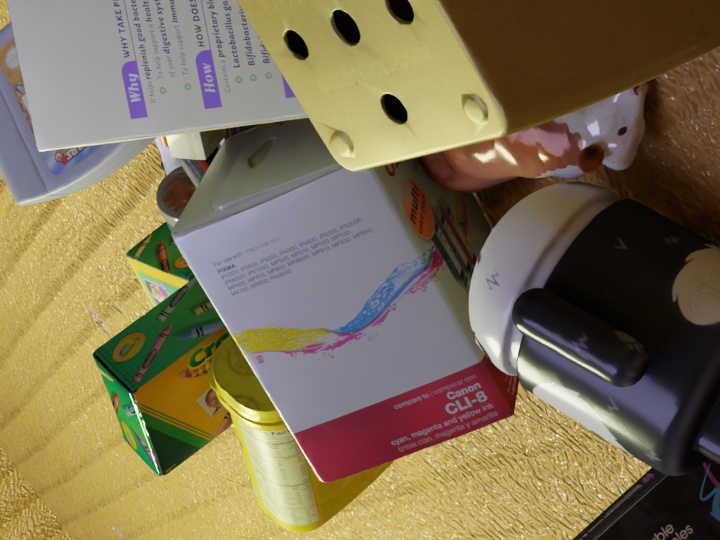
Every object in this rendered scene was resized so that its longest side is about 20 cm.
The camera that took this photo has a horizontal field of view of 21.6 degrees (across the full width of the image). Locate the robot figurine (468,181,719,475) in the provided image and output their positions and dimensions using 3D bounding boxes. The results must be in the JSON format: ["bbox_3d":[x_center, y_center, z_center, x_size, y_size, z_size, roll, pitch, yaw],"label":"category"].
[{"bbox_3d":[0.153,0.035,1.040,0.200,0.125,0.150,32,156,23],"label":"robot figurine"}]

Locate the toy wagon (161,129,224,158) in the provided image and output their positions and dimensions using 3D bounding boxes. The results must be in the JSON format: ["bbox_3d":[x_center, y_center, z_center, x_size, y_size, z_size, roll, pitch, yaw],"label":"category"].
[{"bbox_3d":[-0.100,-0.177,1.203,0.155,0.039,0.201,-70,-17,-72],"label":"toy wagon"}]

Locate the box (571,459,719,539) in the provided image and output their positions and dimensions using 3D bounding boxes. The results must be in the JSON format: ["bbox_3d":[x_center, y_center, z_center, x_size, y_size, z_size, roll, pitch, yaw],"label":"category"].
[{"bbox_3d":[0.225,0.216,1.177,0.200,0.143,0.036,55,159,-8],"label":"box"}]

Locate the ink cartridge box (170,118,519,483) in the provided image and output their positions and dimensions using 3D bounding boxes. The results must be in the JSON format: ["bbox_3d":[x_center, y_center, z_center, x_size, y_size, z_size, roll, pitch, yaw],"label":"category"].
[{"bbox_3d":[0.000,0.000,1.212,0.144,0.145,0.200,-22,113,22],"label":"ink cartridge box"}]

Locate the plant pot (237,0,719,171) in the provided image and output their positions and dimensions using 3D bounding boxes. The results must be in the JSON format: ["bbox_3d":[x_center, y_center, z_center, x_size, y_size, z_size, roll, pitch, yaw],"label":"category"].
[{"bbox_3d":[0.051,-0.153,0.860,0.200,0.176,0.200,-8,118,57],"label":"plant pot"}]

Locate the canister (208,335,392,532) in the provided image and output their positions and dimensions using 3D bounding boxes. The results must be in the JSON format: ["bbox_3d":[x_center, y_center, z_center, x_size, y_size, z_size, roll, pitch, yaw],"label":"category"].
[{"bbox_3d":[-0.036,0.108,1.522,0.087,0.148,0.200,38,157,29],"label":"canister"}]

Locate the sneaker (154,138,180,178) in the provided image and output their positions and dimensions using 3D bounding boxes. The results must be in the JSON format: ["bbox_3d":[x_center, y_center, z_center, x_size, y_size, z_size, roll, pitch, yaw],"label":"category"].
[{"bbox_3d":[-0.127,-0.125,1.468,0.093,0.070,0.200,-12,111,41],"label":"sneaker"}]

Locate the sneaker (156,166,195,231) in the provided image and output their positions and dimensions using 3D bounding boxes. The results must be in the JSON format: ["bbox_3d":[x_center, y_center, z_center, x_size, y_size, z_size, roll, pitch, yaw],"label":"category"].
[{"bbox_3d":[-0.055,-0.025,1.420,0.199,0.072,0.080,16,153,24],"label":"sneaker"}]

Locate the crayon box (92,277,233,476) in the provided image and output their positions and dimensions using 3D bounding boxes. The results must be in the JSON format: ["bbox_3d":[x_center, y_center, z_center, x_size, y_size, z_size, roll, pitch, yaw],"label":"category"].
[{"bbox_3d":[-0.110,0.059,1.516,0.058,0.200,0.119,40,156,32],"label":"crayon box"}]

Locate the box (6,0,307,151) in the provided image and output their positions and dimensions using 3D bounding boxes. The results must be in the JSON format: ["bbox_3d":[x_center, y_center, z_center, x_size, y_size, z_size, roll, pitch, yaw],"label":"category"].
[{"bbox_3d":[-0.091,-0.171,1.056,0.199,0.097,0.177,-6,103,19],"label":"box"}]

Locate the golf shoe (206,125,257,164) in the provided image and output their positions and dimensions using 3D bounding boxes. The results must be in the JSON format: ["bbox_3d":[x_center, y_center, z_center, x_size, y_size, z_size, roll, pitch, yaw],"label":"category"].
[{"bbox_3d":[-0.124,-0.149,1.364,0.200,0.094,0.078,59,159,-14],"label":"golf shoe"}]

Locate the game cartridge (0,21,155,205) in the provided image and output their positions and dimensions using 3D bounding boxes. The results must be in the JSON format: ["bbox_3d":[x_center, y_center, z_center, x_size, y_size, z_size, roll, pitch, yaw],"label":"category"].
[{"bbox_3d":[-0.203,-0.136,1.365,0.200,0.041,0.133,-34,74,34],"label":"game cartridge"}]

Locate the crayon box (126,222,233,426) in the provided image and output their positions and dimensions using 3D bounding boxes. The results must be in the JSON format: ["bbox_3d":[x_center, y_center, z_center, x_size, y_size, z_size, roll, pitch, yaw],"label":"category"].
[{"bbox_3d":[-0.121,0.059,1.711,0.119,0.058,0.200,19,141,54],"label":"crayon box"}]

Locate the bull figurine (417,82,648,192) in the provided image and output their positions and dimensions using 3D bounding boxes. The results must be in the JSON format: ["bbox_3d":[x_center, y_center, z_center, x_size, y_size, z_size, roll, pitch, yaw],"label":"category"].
[{"bbox_3d":[0.081,-0.097,1.079,0.122,0.065,0.200,62,152,-6],"label":"bull figurine"}]

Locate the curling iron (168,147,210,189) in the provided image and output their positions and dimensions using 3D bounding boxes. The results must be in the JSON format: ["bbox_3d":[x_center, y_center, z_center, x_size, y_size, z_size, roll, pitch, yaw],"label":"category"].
[{"bbox_3d":[-0.087,-0.050,1.291,0.026,0.050,0.200,-29,101,35],"label":"curling iron"}]
